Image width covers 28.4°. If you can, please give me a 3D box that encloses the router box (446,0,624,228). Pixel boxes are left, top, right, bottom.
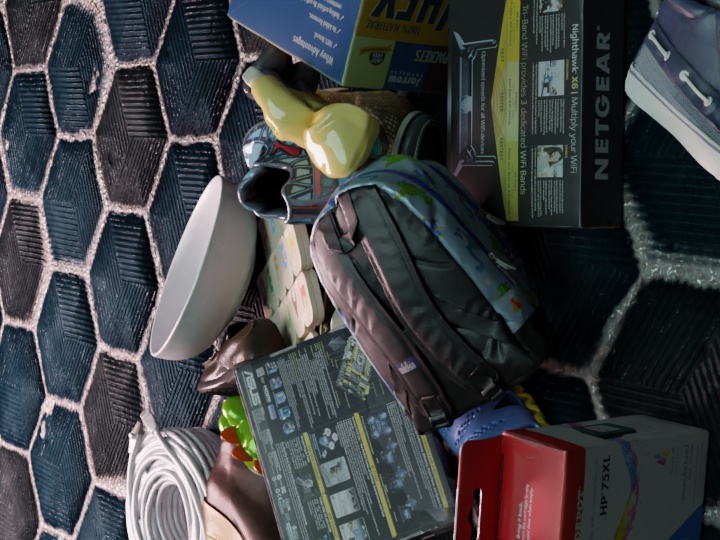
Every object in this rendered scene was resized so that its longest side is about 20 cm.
[{"bbox_3d":[0.139,-0.136,1.158,0.156,0.052,0.203,5,96,51],"label":"router box"}]

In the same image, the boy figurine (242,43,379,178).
[{"bbox_3d":[-0.044,-0.136,1.213,0.065,0.123,0.200,-57,28,8],"label":"boy figurine"}]

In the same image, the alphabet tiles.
[{"bbox_3d":[-0.071,0.026,1.404,0.200,0.014,0.199,129,130,-68],"label":"alphabet tiles"}]

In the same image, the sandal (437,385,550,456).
[{"bbox_3d":[0.118,0.147,1.171,0.199,0.086,0.081,31,117,49],"label":"sandal"}]

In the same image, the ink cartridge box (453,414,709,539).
[{"bbox_3d":[0.160,0.173,1.024,0.067,0.198,0.118,11,100,51],"label":"ink cartridge box"}]

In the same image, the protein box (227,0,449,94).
[{"bbox_3d":[0.004,-0.286,1.260,0.198,0.134,0.203,36,118,45],"label":"protein box"}]

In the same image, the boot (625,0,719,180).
[{"bbox_3d":[0.262,-0.123,0.985,0.200,0.072,0.091,48,132,41],"label":"boot"}]

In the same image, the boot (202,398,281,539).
[{"bbox_3d":[-0.079,0.221,1.430,0.198,0.072,0.169,8,89,37],"label":"boot"}]

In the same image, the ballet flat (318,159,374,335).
[{"bbox_3d":[0.000,0.000,1.328,0.068,0.063,0.203,10,110,6],"label":"ballet flat"}]

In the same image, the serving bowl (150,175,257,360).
[{"bbox_3d":[-0.155,0.005,1.494,0.200,0.065,0.203,-159,89,-76],"label":"serving bowl"}]

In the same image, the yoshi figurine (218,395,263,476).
[{"bbox_3d":[-0.040,0.173,1.351,0.199,0.112,0.113,34,91,19],"label":"yoshi figurine"}]

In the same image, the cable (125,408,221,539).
[{"bbox_3d":[-0.194,0.276,1.588,0.199,0.069,0.203,33,117,46],"label":"cable"}]

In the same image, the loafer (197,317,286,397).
[{"bbox_3d":[-0.115,0.090,1.465,0.200,0.072,0.073,155,122,-65],"label":"loafer"}]

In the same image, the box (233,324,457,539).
[{"bbox_3d":[-0.011,0.155,1.265,0.159,0.049,0.202,-23,71,10],"label":"box"}]

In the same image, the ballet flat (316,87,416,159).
[{"bbox_3d":[-0.015,-0.142,1.348,0.199,0.065,0.071,18,135,51],"label":"ballet flat"}]

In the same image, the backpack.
[{"bbox_3d":[0.049,0.006,1.153,0.200,0.154,0.163,42,134,-10],"label":"backpack"}]

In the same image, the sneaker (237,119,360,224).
[{"bbox_3d":[-0.076,-0.094,1.306,0.200,0.094,0.080,32,133,57],"label":"sneaker"}]

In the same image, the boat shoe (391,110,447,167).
[{"bbox_3d":[0.068,-0.038,1.248,0.061,0.072,0.203,5,98,40],"label":"boat shoe"}]
